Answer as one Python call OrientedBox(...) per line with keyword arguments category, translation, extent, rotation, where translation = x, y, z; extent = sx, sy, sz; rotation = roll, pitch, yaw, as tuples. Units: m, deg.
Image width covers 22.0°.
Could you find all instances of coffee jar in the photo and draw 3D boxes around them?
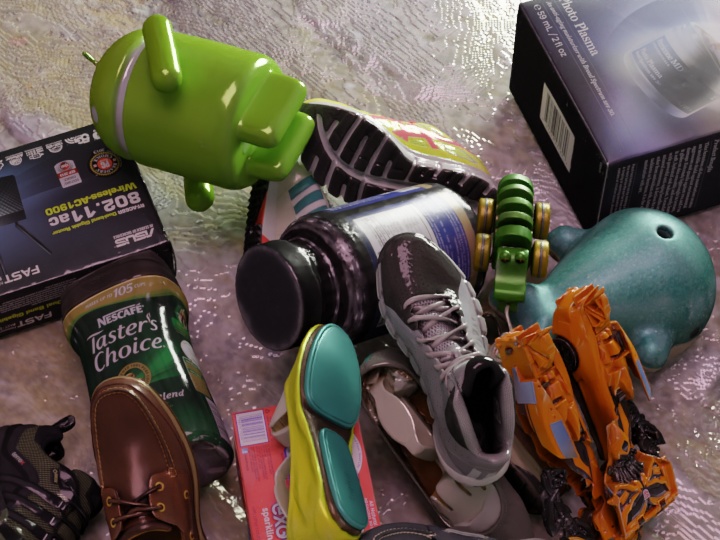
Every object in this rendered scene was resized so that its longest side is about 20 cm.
OrientedBox(category="coffee jar", translation=(-0.177, 0.084, 1.503), extent=(0.103, 0.085, 0.201), rotation=(-26, 56, 6))

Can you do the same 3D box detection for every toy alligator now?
OrientedBox(category="toy alligator", translation=(0.120, -0.014, 1.471), extent=(0.059, 0.055, 0.201), rotation=(5, 48, 2))

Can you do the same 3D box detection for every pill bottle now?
OrientedBox(category="pill bottle", translation=(0.000, 0.000, 1.510), extent=(0.199, 0.112, 0.112), rotation=(-16, 53, -40))

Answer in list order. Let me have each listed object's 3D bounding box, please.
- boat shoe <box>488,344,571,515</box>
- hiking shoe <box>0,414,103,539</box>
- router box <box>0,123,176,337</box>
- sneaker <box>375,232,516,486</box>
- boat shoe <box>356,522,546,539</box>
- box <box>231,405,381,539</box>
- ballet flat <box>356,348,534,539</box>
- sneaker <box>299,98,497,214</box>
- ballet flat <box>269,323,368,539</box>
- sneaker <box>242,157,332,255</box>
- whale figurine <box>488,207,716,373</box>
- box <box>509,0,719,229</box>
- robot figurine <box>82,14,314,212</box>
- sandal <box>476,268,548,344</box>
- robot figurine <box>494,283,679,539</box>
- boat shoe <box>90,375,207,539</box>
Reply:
OrientedBox(category="boat shoe", translation=(0.105, 0.097, 1.473), extent=(0.074, 0.076, 0.201), rotation=(-37, 95, -18))
OrientedBox(category="hiking shoe", translation=(-0.246, 0.196, 1.436), extent=(0.100, 0.076, 0.201), rotation=(-15, 55, -6))
OrientedBox(category="router box", translation=(-0.276, -0.035, 1.605), extent=(0.198, 0.062, 0.151), rotation=(-19, 58, -13))
OrientedBox(category="sneaker", translation=(0.073, 0.056, 1.368), extent=(0.074, 0.116, 0.202), rotation=(-20, 81, -11))
OrientedBox(category="boat shoe", translation=(0.078, 0.214, 1.364), extent=(0.199, 0.062, 0.073), rotation=(17, 49, -39))
OrientedBox(category="box", translation=(-0.034, 0.207, 1.415), extent=(0.101, 0.095, 0.202), rotation=(-10, 56, -6))
OrientedBox(category="ballet flat", translation=(0.059, 0.150, 1.437), extent=(0.067, 0.064, 0.201), rotation=(-38, 84, 14))
OrientedBox(category="sneaker", translation=(0.028, -0.100, 1.627), extent=(0.198, 0.079, 0.091), rotation=(25, 29, -13))
OrientedBox(category="ballet flat", translation=(-0.037, 0.126, 1.373), extent=(0.067, 0.067, 0.201), rotation=(-34, 39, 26))
OrientedBox(category="sneaker", translation=(-0.049, -0.040, 1.616), extent=(0.092, 0.071, 0.201), rotation=(15, 51, -13))
OrientedBox(category="whale figurine", translation=(0.205, 0.011, 1.522), extent=(0.198, 0.104, 0.160), rotation=(-11, 52, -31))
OrientedBox(category="box", translation=(0.261, -0.158, 1.653), extent=(0.196, 0.124, 0.201), rotation=(-16, 57, -13))
OrientedBox(category="robot figurine", translation=(-0.141, -0.138, 1.567), extent=(0.198, 0.176, 0.116), rotation=(16, 59, 20))
OrientedBox(category="sandal", translation=(0.103, 0.069, 1.533), extent=(0.079, 0.058, 0.201), rotation=(29, 60, 19))
OrientedBox(category="robot figurine", translation=(0.180, 0.122, 1.429), extent=(0.144, 0.058, 0.202), rotation=(-31, 103, -37))
OrientedBox(category="boat shoe", translation=(-0.156, 0.178, 1.387), extent=(0.071, 0.068, 0.202), rotation=(-15, 96, 8))
